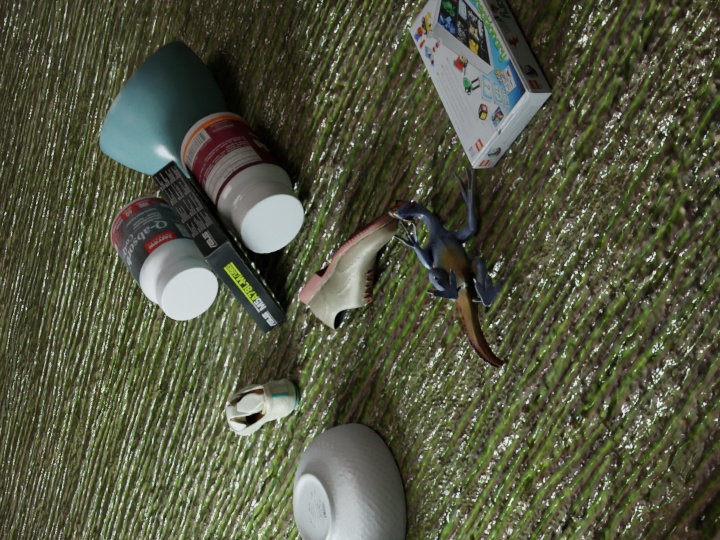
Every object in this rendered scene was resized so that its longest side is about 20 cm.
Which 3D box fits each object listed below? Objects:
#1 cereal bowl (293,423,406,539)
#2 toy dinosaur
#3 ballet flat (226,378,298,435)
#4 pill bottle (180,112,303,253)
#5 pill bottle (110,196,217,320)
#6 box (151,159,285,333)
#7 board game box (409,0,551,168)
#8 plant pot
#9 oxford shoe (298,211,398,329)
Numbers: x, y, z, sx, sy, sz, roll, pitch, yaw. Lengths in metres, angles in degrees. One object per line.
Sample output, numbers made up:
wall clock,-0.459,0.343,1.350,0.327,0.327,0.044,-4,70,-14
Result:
cereal bowl,-0.029,0.300,1.674,0.199,0.082,0.204,5,96,57
toy dinosaur,0.086,-0.009,1.480,0.182,0.103,0.203,-126,29,-68
ballet flat,-0.158,0.193,1.879,0.199,0.062,0.069,-33,65,53
pill bottle,-0.163,-0.121,1.817,0.200,0.113,0.115,52,133,41
pill bottle,-0.302,-0.019,2.035,0.200,0.114,0.117,47,130,44
box,-0.197,-0.032,1.833,0.047,0.194,0.201,-37,50,0
board game box,0.127,-0.231,1.441,0.127,0.034,0.202,-52,51,46
plant pot,-0.269,-0.214,1.934,0.134,0.200,0.201,37,130,7
oxford shoe,0.000,0.000,1.642,0.075,0.070,0.200,49,136,6
